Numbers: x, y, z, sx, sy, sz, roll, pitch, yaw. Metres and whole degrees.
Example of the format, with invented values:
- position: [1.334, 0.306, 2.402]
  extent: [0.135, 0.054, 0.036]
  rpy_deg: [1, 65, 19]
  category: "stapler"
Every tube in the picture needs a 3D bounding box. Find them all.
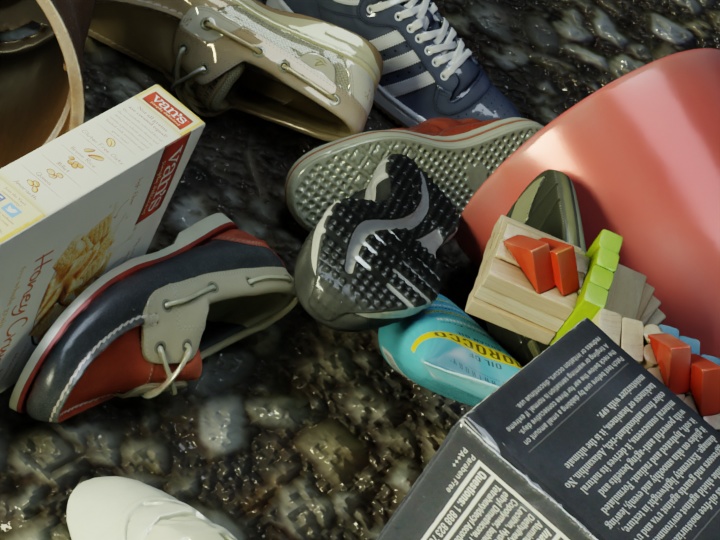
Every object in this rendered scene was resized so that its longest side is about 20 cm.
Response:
- position: [0.049, 0.047, 0.939]
  extent: [0.077, 0.051, 0.200]
  rpy_deg: [16, 4, -10]
  category: "tube"

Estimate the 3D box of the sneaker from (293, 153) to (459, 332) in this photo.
- position: [0.000, 0.000, 0.993]
  extent: [0.074, 0.080, 0.200]
  rpy_deg: [48, 20, -1]
  category: "sneaker"

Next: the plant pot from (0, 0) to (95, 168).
- position: [-0.223, -0.138, 0.949]
  extent: [0.200, 0.201, 0.198]
  rpy_deg: [23, 31, -9]
  category: "plant pot"

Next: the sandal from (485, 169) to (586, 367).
- position: [0.118, 0.040, 0.963]
  extent: [0.057, 0.080, 0.201]
  rpy_deg: [6, 55, -34]
  category: "sandal"

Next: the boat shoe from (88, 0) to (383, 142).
- position: [-0.087, -0.131, 1.122]
  extent: [0.199, 0.072, 0.065]
  rpy_deg: [18, 59, -4]
  category: "boat shoe"

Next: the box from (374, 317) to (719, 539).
- position: [0.101, 0.169, 0.800]
  extent: [0.198, 0.200, 0.123]
  rpy_deg: [42, 39, 13]
  category: "box"

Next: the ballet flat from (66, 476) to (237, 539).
- position: [-0.065, 0.157, 0.812]
  extent: [0.069, 0.070, 0.200]
  rpy_deg: [-7, 51, -39]
  category: "ballet flat"

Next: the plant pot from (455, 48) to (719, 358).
- position: [0.185, -0.003, 1.073]
  extent: [0.200, 0.200, 0.178]
  rpy_deg: [-15, 65, -43]
  category: "plant pot"

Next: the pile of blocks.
- position: [0.141, 0.035, 0.882]
  extent: [0.200, 0.062, 0.082]
  rpy_deg: [43, 56, 10]
  category: "pile of blocks"

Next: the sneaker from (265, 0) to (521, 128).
- position: [0.038, -0.163, 1.208]
  extent: [0.200, 0.109, 0.070]
  rpy_deg: [34, 38, 4]
  category: "sneaker"

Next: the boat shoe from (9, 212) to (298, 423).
- position: [-0.101, 0.031, 0.932]
  extent: [0.063, 0.071, 0.200]
  rpy_deg: [40, 34, 9]
  category: "boat shoe"

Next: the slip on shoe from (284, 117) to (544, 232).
- position: [0.033, -0.060, 1.134]
  extent: [0.200, 0.074, 0.061]
  rpy_deg: [-15, 21, -36]
  category: "slip on shoe"

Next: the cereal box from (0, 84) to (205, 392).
- position: [-0.163, 0.005, 0.854]
  extent: [0.039, 0.144, 0.200]
  rpy_deg: [39, 39, 11]
  category: "cereal box"
